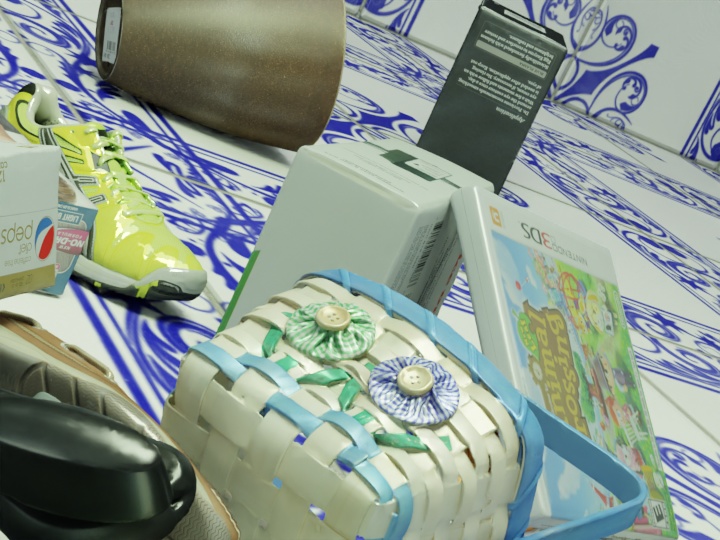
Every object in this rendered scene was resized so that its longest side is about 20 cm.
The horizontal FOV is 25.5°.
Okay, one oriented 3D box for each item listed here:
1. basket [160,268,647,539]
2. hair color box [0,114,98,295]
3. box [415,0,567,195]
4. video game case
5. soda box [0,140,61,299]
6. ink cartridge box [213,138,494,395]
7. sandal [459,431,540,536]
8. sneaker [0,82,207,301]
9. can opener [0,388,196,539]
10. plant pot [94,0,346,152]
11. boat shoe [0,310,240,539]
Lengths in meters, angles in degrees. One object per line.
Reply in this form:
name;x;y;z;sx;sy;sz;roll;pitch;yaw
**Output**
basket;0.019;0.083;0.731;0.176;0.140;0.199;33;25;30
hair color box;-0.249;-0.065;0.941;0.100;0.061;0.200;12;21;-45
box;0.154;-0.208;1.905;0.117;0.201;0.197;26;14;0
video game case;0.127;0.062;0.965;0.182;0.022;0.202;20;55;-53
soda box;-0.233;-0.030;0.690;0.198;0.064;0.068;6;9;16
ink cartridge box;0.000;0.000;0.987;0.083;0.147;0.200;28;13;13
sandal;0.093;0.103;0.963;0.079;0.060;0.207;26;14;-5
sneaker;-0.170;-0.049;0.994;0.199;0.077;0.075;35;14;25
can opener;-0.155;0.061;0.600;0.199;0.079;0.063;14;35;17
plant pot;-0.140;-0.212;1.488;0.199;0.188;0.187;3;23;-25
boat shoe;-0.122;0.067;0.674;0.199;0.076;0.072;35;14;24
